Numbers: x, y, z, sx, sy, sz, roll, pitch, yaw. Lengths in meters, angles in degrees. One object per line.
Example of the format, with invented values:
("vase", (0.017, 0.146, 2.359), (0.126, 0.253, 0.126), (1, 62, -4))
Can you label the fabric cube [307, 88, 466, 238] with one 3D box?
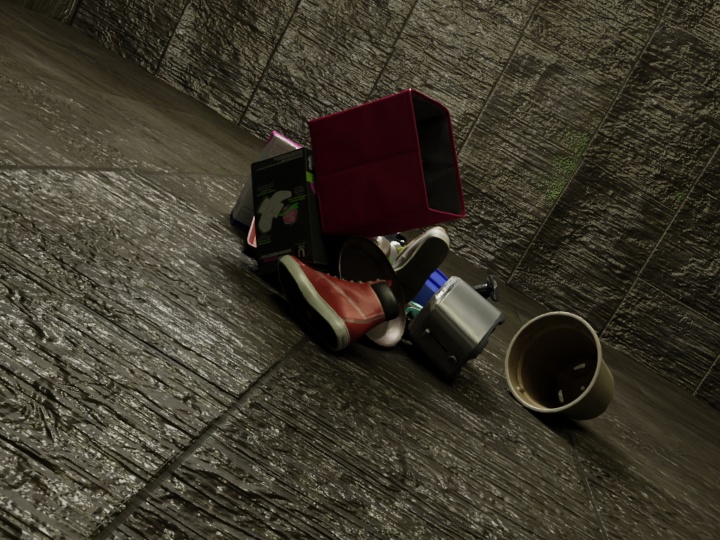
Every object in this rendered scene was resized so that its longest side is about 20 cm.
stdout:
("fabric cube", (0.049, -0.174, 1.229), (0.196, 0.204, 0.195), (-10, -4, 27))

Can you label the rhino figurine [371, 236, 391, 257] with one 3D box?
("rhino figurine", (0.000, 0.000, 1.363), (0.086, 0.201, 0.060), (-4, -52, 29))

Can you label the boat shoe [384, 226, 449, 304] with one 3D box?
("boat shoe", (0.096, -0.002, 1.347), (0.075, 0.200, 0.069), (41, 27, -13))

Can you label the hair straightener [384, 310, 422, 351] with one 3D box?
("hair straightener", (0.085, 0.109, 1.340), (0.197, 0.041, 0.078), (19, 30, -22))

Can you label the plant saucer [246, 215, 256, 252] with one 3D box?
("plant saucer", (-0.126, -0.071, 1.409), (0.197, 0.037, 0.202), (26, 42, -19))

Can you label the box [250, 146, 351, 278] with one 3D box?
("box", (-0.099, -0.092, 1.260), (0.122, 0.204, 0.148), (-10, -12, 29))

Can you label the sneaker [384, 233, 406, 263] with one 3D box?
("sneaker", (0.061, -0.045, 1.524), (0.200, 0.081, 0.073), (-126, -163, -76))

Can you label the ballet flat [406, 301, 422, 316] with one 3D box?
("ballet flat", (0.079, 0.083, 1.424), (0.198, 0.068, 0.070), (31, -14, 2))

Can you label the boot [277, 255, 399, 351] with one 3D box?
("boot", (-0.032, 0.028, 1.120), (0.143, 0.073, 0.200), (-26, 50, -27))

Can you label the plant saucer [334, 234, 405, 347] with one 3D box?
("plant saucer", (0.014, 0.038, 1.237), (0.199, 0.032, 0.204), (36, 44, -44))

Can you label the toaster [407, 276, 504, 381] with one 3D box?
("toaster", (0.176, 0.097, 1.295), (0.129, 0.114, 0.200), (43, 36, 8))

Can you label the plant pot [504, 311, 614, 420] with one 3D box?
("plant pot", (0.420, 0.213, 1.429), (0.183, 0.202, 0.200), (35, 3, -43))

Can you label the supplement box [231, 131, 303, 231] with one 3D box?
("supplement box", (-0.186, -0.179, 1.500), (0.102, 0.202, 0.101), (25, 11, -17))

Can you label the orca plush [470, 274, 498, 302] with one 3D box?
("orca plush", (0.203, 0.096, 1.418), (0.070, 0.199, 0.107), (-18, 78, -38))

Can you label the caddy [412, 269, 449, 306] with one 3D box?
("caddy", (0.127, 0.051, 1.552), (0.199, 0.105, 0.142), (40, 22, -17))
